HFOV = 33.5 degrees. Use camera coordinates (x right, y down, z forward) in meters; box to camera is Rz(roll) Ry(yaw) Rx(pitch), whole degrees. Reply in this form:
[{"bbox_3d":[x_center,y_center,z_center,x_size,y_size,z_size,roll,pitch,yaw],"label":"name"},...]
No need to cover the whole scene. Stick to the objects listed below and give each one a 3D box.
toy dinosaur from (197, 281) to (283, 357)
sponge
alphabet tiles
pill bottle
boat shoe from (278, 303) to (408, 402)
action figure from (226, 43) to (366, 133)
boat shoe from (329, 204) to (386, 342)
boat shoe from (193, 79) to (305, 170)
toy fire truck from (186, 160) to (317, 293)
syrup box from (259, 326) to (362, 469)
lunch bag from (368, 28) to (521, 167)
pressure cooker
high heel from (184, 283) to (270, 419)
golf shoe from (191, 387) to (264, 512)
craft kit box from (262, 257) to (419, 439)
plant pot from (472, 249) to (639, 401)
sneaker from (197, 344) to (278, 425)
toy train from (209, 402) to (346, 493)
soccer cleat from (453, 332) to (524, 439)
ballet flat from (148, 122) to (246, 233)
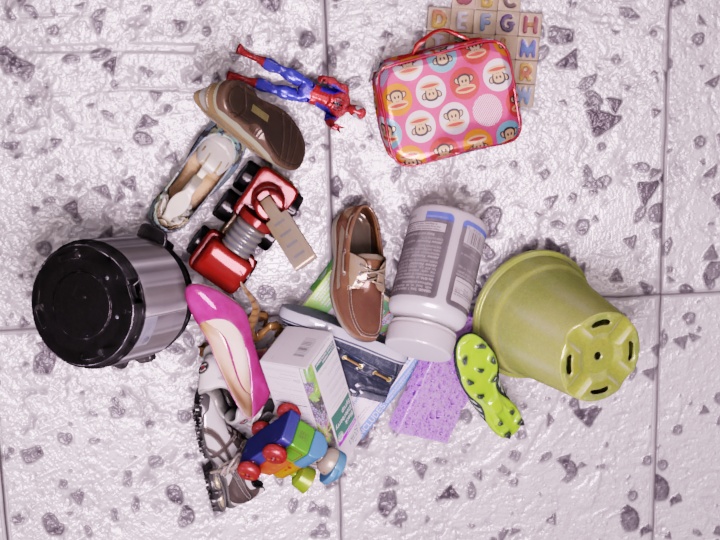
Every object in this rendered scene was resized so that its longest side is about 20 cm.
[{"bbox_3d":[-0.159,0.080,1.678,0.106,0.200,0.061,-12,67,-41],"label":"toy dinosaur"},{"bbox_3d":[0.127,0.155,1.763,0.111,0.030,0.200,19,101,-41],"label":"sponge"},{"bbox_3d":[0.172,-0.304,1.702,0.166,0.006,0.201,2,102,-7],"label":"alphabet tiles"},{"bbox_3d":[0.103,0.019,1.674,0.113,0.114,0.201,19,73,-11],"label":"pill bottle"},{"bbox_3d":[-0.034,0.120,1.696,0.200,0.071,0.091,22,97,-12],"label":"boat shoe"},{"bbox_3d":[-0.081,-0.247,1.641,0.199,0.099,0.065,19,100,-13],"label":"action figure"},{"bbox_3d":[0.000,0.000,1.669,0.076,0.072,0.201,1,69,-29],"label":"boat shoe"},{"bbox_3d":[-0.152,-0.200,1.631,0.200,0.076,0.072,42,58,-49],"label":"boat shoe"},{"bbox_3d":[-0.142,-0.040,1.623,0.129,0.200,0.176,36,96,-12],"label":"toy fire truck"},{"bbox_3d":[-0.066,0.182,1.671,0.081,0.079,0.200,7,130,30],"label":"syrup box"},{"bbox_3d":[0.117,-0.247,1.663,0.199,0.082,0.177,-12,104,-3],"label":"lunch bag"},{"bbox_3d":[-0.326,0.041,1.628,0.176,0.200,0.179,-27,85,21],"label":"pressure cooker"},{"bbox_3d":[-0.183,0.109,1.611,0.067,0.096,0.200,-9,132,24],"label":"high heel"},{"bbox_3d":[-0.193,0.254,1.752,0.094,0.078,0.201,-12,114,-7],"label":"golf shoe"},{"bbox_3d":[-0.018,0.114,1.754,0.197,0.049,0.200,37,96,-16],"label":"craft kit box"},{"bbox_3d":[0.289,0.090,1.686,0.200,0.184,0.201,-8,109,-22],"label":"plant pot"},{"bbox_3d":[-0.158,0.195,1.712,0.200,0.089,0.074,37,137,-26],"label":"sneaker"},{"bbox_3d":[-0.114,0.273,1.668,0.116,0.085,0.200,34,137,-17],"label":"toy train"},{"bbox_3d":[0.173,0.164,1.731,0.067,0.081,0.200,-37,123,-13],"label":"soccer cleat"},{"bbox_3d":[-0.221,-0.130,1.662,0.074,0.074,0.200,34,96,-13],"label":"ballet flat"}]
